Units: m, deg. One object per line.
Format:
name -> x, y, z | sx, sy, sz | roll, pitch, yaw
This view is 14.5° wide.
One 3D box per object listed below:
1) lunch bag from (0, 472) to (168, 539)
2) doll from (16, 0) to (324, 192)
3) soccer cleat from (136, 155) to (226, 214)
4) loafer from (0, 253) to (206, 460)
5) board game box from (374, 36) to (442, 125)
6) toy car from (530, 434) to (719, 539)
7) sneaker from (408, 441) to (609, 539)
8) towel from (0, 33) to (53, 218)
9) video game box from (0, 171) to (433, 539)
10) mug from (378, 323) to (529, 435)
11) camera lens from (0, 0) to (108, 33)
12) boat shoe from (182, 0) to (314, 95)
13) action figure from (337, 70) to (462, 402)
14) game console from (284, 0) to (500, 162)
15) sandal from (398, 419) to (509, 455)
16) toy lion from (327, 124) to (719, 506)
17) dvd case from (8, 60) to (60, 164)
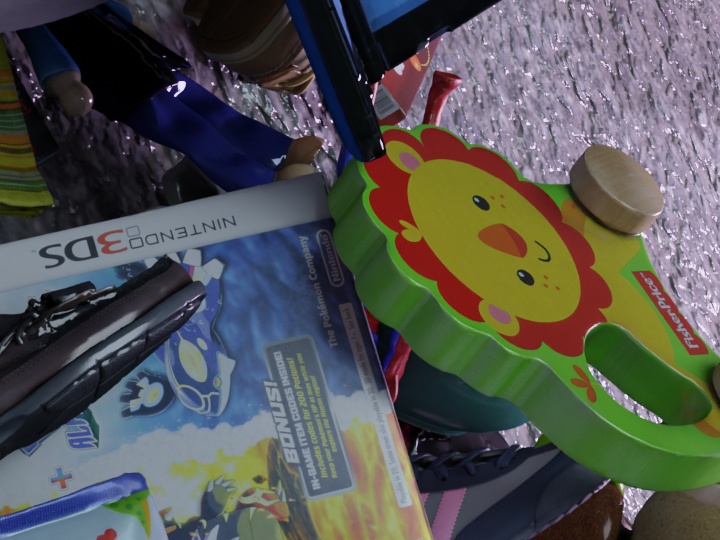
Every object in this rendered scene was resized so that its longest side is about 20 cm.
lunch bag -> -0.151, 0.189, 1.079 | 0.200, 0.127, 0.170 | -16, 80, -29
doll -> -0.112, -0.097, 1.367 | 0.200, 0.048, 0.136 | 35, 21, -8
soccer cleat -> -0.087, 0.016, 1.344 | 0.085, 0.069, 0.200 | 43, 33, -13
loafer -> -0.153, 0.045, 1.163 | 0.200, 0.072, 0.063 | -37, 83, -24
board game box -> 0.008, -0.160, 1.603 | 0.103, 0.019, 0.200 | 54, 23, -16
toy car -> 0.184, 0.163, 1.470 | 0.158, 0.200, 0.164 | 57, 32, -29
sneaker -> 0.022, 0.107, 1.302 | 0.082, 0.200, 0.070 | 62, 13, 0
towel -> -0.196, -0.119, 1.287 | 0.086, 0.018, 0.200 | 7, 61, -53
video game box -> -0.077, 0.071, 1.235 | 0.182, 0.047, 0.200 | -14, 74, -11
mug -> 0.046, 0.011, 1.462 | 0.152, 0.114, 0.185 | 29, 13, 6
camera lens -> -0.160, -0.226, 1.256 | 0.160, 0.160, 0.200 | -10, 73, -56
boat shoe -> -0.040, -0.125, 1.419 | 0.066, 0.074, 0.200 | 40, 6, -14
action figure -> 0.000, 0.000, 1.351 | 0.052, 0.065, 0.200 | -69, 171, -82
game console -> 0.010, -0.176, 1.251 | 0.171, 0.118, 0.200 | -104, 172, -67
sandal -> 0.035, 0.101, 1.463 | 0.200, 0.045, 0.075 | 1, 68, -54
toy lion -> 0.082, 0.016, 1.267 | 0.192, 0.069, 0.200 | -2, 50, -47
dvd case -> -0.228, -0.116, 1.275 | 0.200, 0.022, 0.146 | 59, 33, -4
